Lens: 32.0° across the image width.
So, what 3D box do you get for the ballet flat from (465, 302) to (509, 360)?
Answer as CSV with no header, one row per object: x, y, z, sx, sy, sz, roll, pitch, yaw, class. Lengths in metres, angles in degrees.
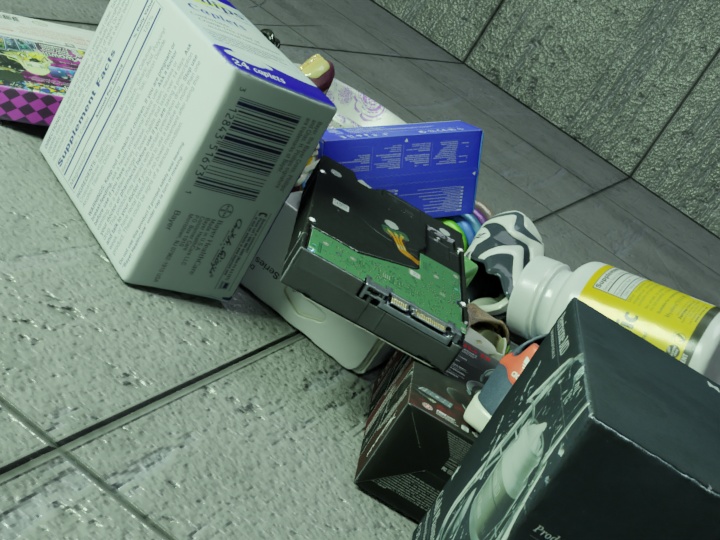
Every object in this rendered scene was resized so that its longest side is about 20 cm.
0.091,0.065,1.102,0.067,0.068,0.200,28,16,15,ballet flat

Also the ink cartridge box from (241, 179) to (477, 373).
0.000,0.000,1.094,0.145,0.088,0.200,37,20,13,ink cartridge box

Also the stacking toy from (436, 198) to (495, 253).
0.083,-0.023,1.338,0.085,0.085,0.200,36,23,11,stacking toy

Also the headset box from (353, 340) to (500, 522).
0.084,0.122,0.925,0.149,0.077,0.200,32,18,-4,headset box

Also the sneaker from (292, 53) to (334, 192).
-0.060,-0.116,1.142,0.090,0.200,0.075,49,54,1,sneaker

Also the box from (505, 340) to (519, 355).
0.189,0.115,1.111,0.110,0.035,0.200,30,1,-10,box

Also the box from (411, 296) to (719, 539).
0.121,0.150,0.708,0.124,0.197,0.200,32,16,-3,box

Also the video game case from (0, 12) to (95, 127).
-0.258,-0.177,1.142,0.200,0.036,0.181,6,29,-32,video game case

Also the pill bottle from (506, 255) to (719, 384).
0.244,0.057,1.185,0.200,0.111,0.111,23,11,28,pill bottle

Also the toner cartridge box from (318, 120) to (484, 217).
0.032,-0.099,1.289,0.200,0.095,0.043,-7,24,-33,toner cartridge box

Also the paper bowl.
-0.023,-0.138,1.402,0.200,0.104,0.201,29,18,-10,paper bowl

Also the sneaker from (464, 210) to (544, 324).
0.169,0.045,1.310,0.130,0.079,0.199,-35,98,-41,sneaker

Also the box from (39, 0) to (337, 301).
-0.140,-0.110,0.977,0.105,0.184,0.200,13,26,-42,box

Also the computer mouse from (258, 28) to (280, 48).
-0.106,-0.113,1.089,0.044,0.200,0.110,-23,27,-39,computer mouse

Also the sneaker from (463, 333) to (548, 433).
0.148,0.079,0.884,0.075,0.085,0.200,39,18,19,sneaker

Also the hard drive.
0.014,-0.010,0.959,0.140,0.038,0.200,29,22,-10,hard drive
